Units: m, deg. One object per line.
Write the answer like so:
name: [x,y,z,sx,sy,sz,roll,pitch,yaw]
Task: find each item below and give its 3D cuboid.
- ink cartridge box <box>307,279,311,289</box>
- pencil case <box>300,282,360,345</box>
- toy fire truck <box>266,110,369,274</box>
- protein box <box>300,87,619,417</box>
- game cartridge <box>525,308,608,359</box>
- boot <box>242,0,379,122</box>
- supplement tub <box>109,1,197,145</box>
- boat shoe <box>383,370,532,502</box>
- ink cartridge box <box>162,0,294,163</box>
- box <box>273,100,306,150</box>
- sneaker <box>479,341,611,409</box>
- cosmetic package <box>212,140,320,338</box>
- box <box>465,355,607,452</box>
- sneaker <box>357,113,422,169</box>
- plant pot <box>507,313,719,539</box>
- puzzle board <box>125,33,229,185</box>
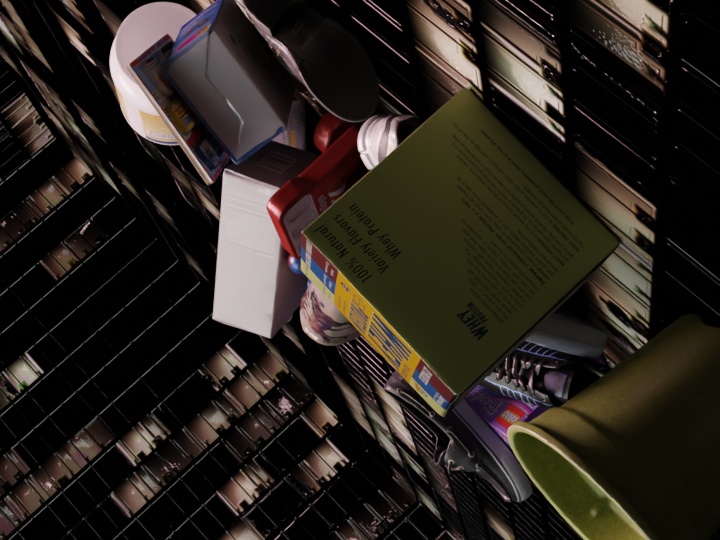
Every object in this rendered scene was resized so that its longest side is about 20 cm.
ink cartridge box: [-0.002,-0.021,1.714,0.076,0.136,0.200,54,168,-21]
pencil case: [0.000,0.000,1.504,0.078,0.089,0.200,49,143,14]
toy fire truck: [-0.024,-0.076,1.533,0.112,0.168,0.200,44,168,21]
protein box: [0.084,-0.013,1.261,0.199,0.200,0.135,46,168,9]
game cartridge: [0.153,0.038,1.435,0.133,0.041,0.200,11,-170,-37]
boot: [-0.049,-0.217,1.460,0.200,0.069,0.174,50,175,10]
supplement tub: [-0.254,-0.259,1.841,0.144,0.144,0.200,47,169,6]
boat shoe: [0.100,0.179,1.483,0.200,0.066,0.070,51,168,-10]
ink cartridge box: [-0.142,-0.222,1.562,0.137,0.076,0.200,53,-163,-19]
box: [-0.097,-0.112,1.768,0.200,0.048,0.159,123,145,-78]
sneaker: [0.176,0.101,1.413,0.199,0.070,0.078,14,-178,9]
cosmetic package: [-0.108,-0.036,1.603,0.090,0.107,0.201,19,121,13]
box: [0.159,0.107,1.541,0.200,0.137,0.039,33,162,53]
sneaker: [0.078,-0.076,1.403,0.200,0.074,0.080,47,160,-13]
plant pot: [0.257,0.143,1.176,0.200,0.184,0.200,45,168,12]
puzzle board: [-0.188,-0.184,1.543,0.151,0.017,0.200,56,-167,-13]
